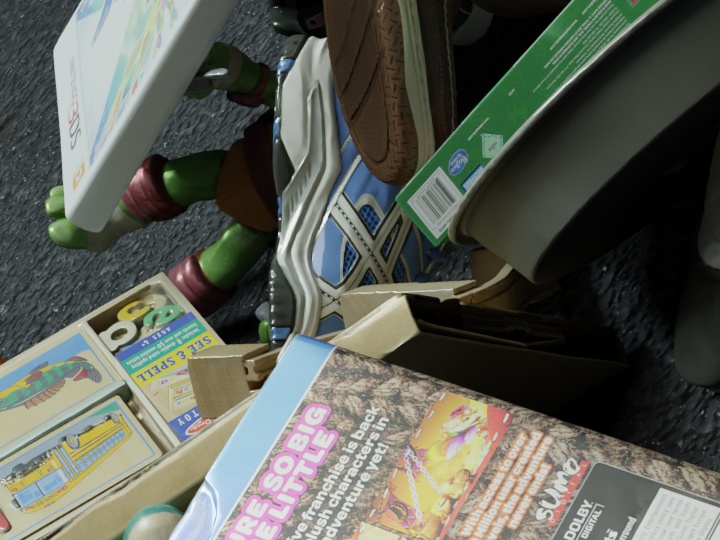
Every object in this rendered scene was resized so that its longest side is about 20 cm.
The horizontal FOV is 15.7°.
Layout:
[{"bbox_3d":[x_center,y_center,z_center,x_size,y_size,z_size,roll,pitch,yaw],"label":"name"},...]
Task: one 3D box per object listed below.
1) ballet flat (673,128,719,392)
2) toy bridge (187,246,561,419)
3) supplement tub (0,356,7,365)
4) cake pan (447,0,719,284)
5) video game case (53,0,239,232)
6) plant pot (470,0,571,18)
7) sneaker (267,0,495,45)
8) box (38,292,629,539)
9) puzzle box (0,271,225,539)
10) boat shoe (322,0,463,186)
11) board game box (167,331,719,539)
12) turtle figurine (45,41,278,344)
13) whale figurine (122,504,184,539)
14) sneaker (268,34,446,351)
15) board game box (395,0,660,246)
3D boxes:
[{"bbox_3d":[0.173,-0.047,0.969,0.200,0.068,0.068,-48,30,1],"label":"ballet flat"},{"bbox_3d":[0.023,0.019,1.042,0.067,0.027,0.200,-4,11,42],"label":"toy bridge"},{"bbox_3d":[-0.218,0.127,1.282,0.122,0.123,0.200,-37,27,22],"label":"supplement tub"},{"bbox_3d":[0.121,-0.063,1.000,0.200,0.037,0.200,-37,-11,-8],"label":"cake pan"},{"bbox_3d":[-0.090,-0.142,1.229,0.200,0.022,0.182,-57,23,22],"label":"video game case"},{"bbox_3d":[0.131,-0.223,1.180,0.174,0.200,0.201,-5,46,33],"label":"plant pot"},{"bbox_3d":[0.007,-0.143,1.302,0.200,0.086,0.081,145,121,-68],"label":"sneaker"},{"bbox_3d":[-0.011,0.073,1.015,0.200,0.163,0.021,-35,67,26],"label":"box"},{"bbox_3d":[-0.145,0.085,1.163,0.200,0.025,0.133,-31,36,-11],"label":"puzzle box"},{"bbox_3d":[0.025,-0.135,1.082,0.075,0.075,0.203,137,126,-65],"label":"boat shoe"},{"bbox_3d":[0.033,0.132,0.810,0.200,0.097,0.160,18,64,34],"label":"board game box"},{"bbox_3d":[-0.072,-0.030,1.251,0.194,0.144,0.200,-30,26,32],"label":"turtle figurine"},{"bbox_3d":[-0.099,0.163,0.996,0.200,0.159,0.104,-60,30,21],"label":"whale figurine"},{"bbox_3d":[0.000,0.000,1.112,0.076,0.077,0.201,-87,-1,-88],"label":"sneaker"},{"bbox_3d":[0.113,-0.095,1.015,0.134,0.029,0.200,-24,-19,-50],"label":"board game box"}]
